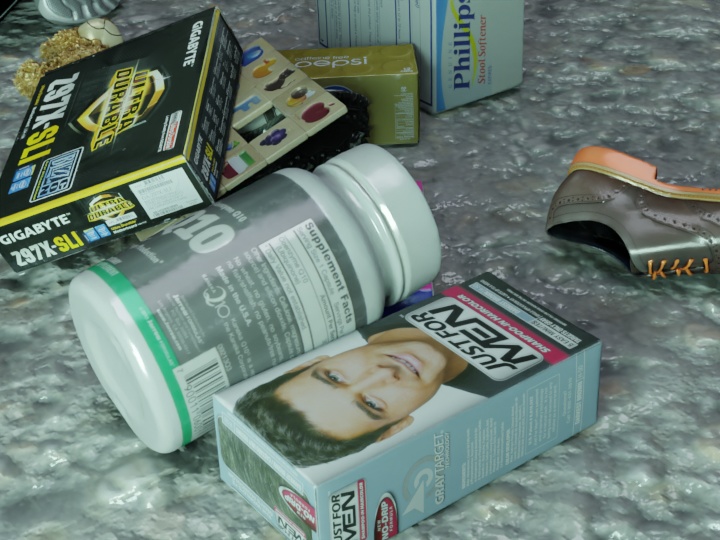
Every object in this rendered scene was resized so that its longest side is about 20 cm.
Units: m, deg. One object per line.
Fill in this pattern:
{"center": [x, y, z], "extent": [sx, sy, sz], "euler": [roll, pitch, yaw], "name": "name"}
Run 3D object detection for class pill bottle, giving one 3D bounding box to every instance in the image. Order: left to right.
{"center": [-0.058, 0.010, 0.790], "extent": [0.199, 0.114, 0.113], "euler": [-29, 39, -23], "name": "pill bottle"}

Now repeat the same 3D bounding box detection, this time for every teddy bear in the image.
{"center": [-0.224, -0.162, 1.163], "extent": [0.144, 0.067, 0.201], "euler": [3, 32, 5], "name": "teddy bear"}

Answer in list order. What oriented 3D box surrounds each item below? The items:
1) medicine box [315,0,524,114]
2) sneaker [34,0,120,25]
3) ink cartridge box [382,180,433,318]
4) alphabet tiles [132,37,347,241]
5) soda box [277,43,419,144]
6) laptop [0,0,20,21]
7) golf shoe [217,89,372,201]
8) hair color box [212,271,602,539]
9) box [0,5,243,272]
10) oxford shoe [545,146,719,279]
{"center": [0.048, -0.264, 1.202], "extent": [0.102, 0.183, 0.200], "euler": [-21, 35, -28], "name": "medicine box"}
{"center": [-0.292, -0.305, 1.426], "extent": [0.082, 0.075, 0.200], "euler": [-21, 23, 29], "name": "sneaker"}
{"center": [0.000, 0.000, 0.910], "extent": [0.094, 0.037, 0.201], "euler": [-2, 33, 1], "name": "ink cartridge box"}
{"center": [-0.117, -0.105, 0.989], "extent": [0.167, 0.008, 0.200], "euler": [-34, 35, -7], "name": "alphabet tiles"}
{"center": [-0.051, -0.142, 1.121], "extent": [0.198, 0.064, 0.068], "euler": [-2, 30, -1], "name": "soda box"}
{"center": [-0.383, -0.323, 1.372], "extent": [0.198, 0.117, 0.188], "euler": [7, 40, 16], "name": "laptop"}
{"center": [-0.082, -0.100, 1.040], "extent": [0.199, 0.078, 0.094], "euler": [-24, 37, -34], "name": "golf shoe"}
{"center": [0.029, 0.077, 0.751], "extent": [0.199, 0.061, 0.099], "euler": [-23, 37, -30], "name": "hair color box"}
{"center": [-0.172, -0.097, 0.971], "extent": [0.159, 0.050, 0.201], "euler": [-19, 37, 17], "name": "box"}
{"center": [0.219, -0.016, 0.909], "extent": [0.199, 0.071, 0.073], "euler": [22, 67, 30], "name": "oxford shoe"}
